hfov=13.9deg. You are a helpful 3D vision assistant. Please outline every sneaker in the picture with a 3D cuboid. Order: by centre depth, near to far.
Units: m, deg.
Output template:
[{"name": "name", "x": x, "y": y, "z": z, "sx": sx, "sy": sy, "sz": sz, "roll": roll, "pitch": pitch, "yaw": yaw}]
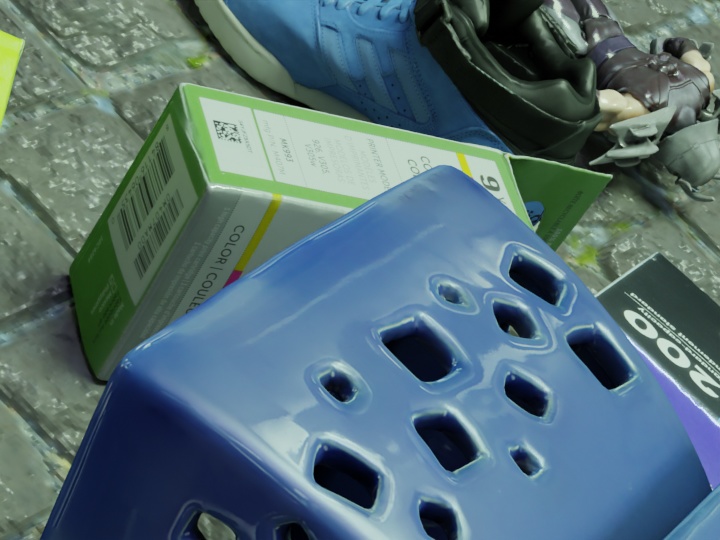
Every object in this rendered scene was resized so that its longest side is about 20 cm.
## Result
[{"name": "sneaker", "x": 0.020, "y": -0.107, "z": 1.274, "sx": 0.200, "sy": 0.111, "sz": 0.077, "roll": 45, "pitch": 37, "yaw": 16}]

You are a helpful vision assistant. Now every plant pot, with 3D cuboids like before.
[{"name": "plant pot", "x": 0.014, "y": 0.114, "z": 0.916, "sx": 0.179, "sy": 0.201, "sz": 0.200, "roll": 34, "pitch": 32, "yaw": 15}]

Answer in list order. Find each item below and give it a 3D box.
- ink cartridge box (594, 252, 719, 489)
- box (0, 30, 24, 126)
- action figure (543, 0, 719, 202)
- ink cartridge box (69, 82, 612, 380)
[{"name": "ink cartridge box", "x": 0.158, "y": 0.083, "z": 1.166, "sx": 0.198, "sy": 0.043, "sz": 0.200, "roll": 43, "pitch": 19, "yaw": 6}, {"name": "box", "x": -0.231, "y": -0.080, "z": 1.099, "sx": 0.199, "sy": 0.048, "sz": 0.122, "roll": 23, "pitch": 36, "yaw": -14}, {"name": "action figure", "x": 0.106, "y": -0.108, "z": 1.387, "sx": 0.200, "sy": 0.069, "sz": 0.130, "roll": 52, "pitch": 32, "yaw": 17}, {"name": "ink cartridge box", "x": 0.000, "y": 0.000, "z": 1.139, "sx": 0.199, "sy": 0.104, "sz": 0.060, "roll": 10, "pitch": 42, "yaw": -30}]
